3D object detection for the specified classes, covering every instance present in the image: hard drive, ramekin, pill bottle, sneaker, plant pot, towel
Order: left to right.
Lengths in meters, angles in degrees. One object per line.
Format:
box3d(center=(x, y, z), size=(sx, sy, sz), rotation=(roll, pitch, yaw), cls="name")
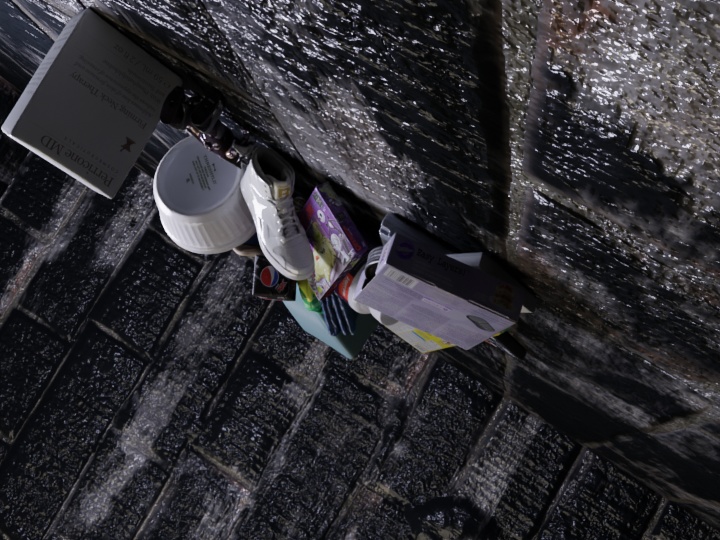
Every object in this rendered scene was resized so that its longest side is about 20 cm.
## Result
box3d(center=(-0.256, -0.138, 1.511), size=(0.200, 0.204, 0.095), rotation=(29, 164, 23), cls="ramekin")
box3d(center=(-0.124, -0.090, 1.382), size=(0.203, 0.073, 0.116), rotation=(60, 155, 13), cls="sneaker")
box3d(center=(-0.072, 0.037, 1.687), size=(0.072, 0.086, 0.200), rotation=(-4, -176, 18), cls="sneaker")
box3d(center=(-0.066, 0.024, 1.882), size=(0.195, 0.197, 0.200), rotation=(25, 164, 48), cls="plant pot")
box3d(center=(-0.022, 0.029, 1.649), size=(0.047, 0.114, 0.201), rotation=(-9, -157, 19), cls="towel")
box3d(center=(0.000, 0.000, 1.498), size=(0.199, 0.112, 0.111), rotation=(41, -179, 34), cls="pill bottle")
box3d(center=(0.128, 0.019, 1.245), size=(0.198, 0.027, 0.131), rotation=(-2, 150, 48), cls="hard drive")

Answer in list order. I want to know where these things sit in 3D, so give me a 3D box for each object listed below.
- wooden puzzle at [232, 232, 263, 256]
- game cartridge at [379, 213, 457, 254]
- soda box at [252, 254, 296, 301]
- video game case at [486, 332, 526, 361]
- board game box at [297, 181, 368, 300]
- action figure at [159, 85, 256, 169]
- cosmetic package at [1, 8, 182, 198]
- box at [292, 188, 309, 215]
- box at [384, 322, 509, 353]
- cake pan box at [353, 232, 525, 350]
box3d(center=(-0.206, -0.089, 1.617), size=(0.199, 0.047, 0.184), rotation=(40, -163, 26), cls="wooden puzzle")
box3d(center=(0.094, -0.022, 1.351), size=(0.132, 0.041, 0.200), rotation=(35, 175, 9), cls="game cartridge")
box3d(center=(-0.146, 0.015, 1.566), size=(0.062, 0.073, 0.200), rotation=(4, 176, 0), cls="soda box")
box3d(center=(0.218, 0.100, 1.768), size=(0.179, 0.026, 0.199), rotation=(28, 174, 38), cls="video game case")
box3d(center=(-0.059, -0.041, 1.415), size=(0.122, 0.032, 0.200), rotation=(61, 153, 12), cls="board game box")
box3d(center=(-0.217, -0.210, 1.312), size=(0.128, 0.071, 0.200), rotation=(24, 177, 9), cls="action figure")
box3d(center=(-0.390, -0.239, 1.304), size=(0.166, 0.203, 0.166), rotation=(33, 174, -28), cls="cosmetic package")
box3d(center=(-0.134, -0.122, 1.678), size=(0.198, 0.050, 0.199), rotation=(31, 174, 21), cls="box")
box3d(center=(0.148, 0.079, 1.520), size=(0.197, 0.049, 0.117), rotation=(-16, 140, 42), cls="box")
box3d(center=(0.095, 0.033, 1.201), size=(0.196, 0.053, 0.184), rotation=(23, 158, -6), cls="cake pan box")
